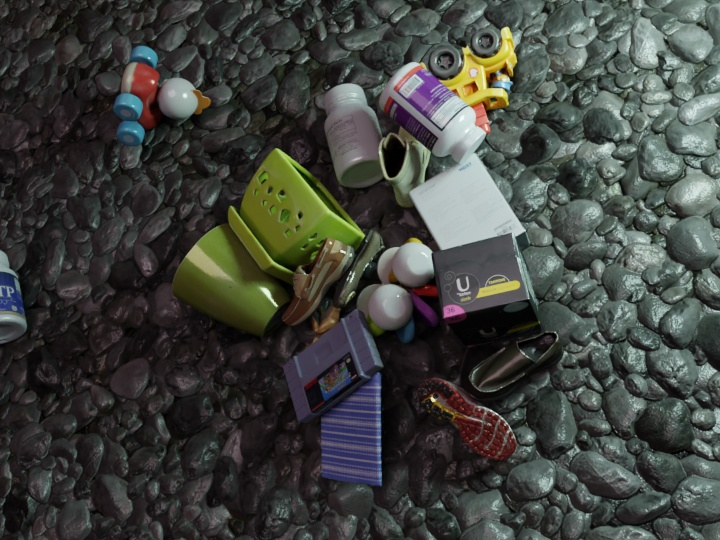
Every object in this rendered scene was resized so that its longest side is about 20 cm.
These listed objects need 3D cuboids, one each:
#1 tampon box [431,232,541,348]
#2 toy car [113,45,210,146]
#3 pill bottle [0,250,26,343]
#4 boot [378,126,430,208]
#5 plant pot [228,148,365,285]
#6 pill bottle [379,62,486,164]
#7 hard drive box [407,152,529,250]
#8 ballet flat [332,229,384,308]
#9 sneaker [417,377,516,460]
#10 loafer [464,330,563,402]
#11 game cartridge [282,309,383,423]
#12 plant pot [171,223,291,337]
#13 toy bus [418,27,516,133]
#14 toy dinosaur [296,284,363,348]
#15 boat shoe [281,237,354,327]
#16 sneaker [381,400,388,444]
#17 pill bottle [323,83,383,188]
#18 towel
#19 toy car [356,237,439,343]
[{"bbox_3d":[0.227,0.040,1.416,0.149,0.200,0.127,-15,67,15],"label":"tampon box"},{"bbox_3d":[-0.453,-0.393,1.868,0.199,0.177,0.185,10,58,-6],"label":"toy car"},{"bbox_3d":[-0.848,0.058,1.842,0.119,0.120,0.200,-27,65,9],"label":"pill bottle"},{"bbox_3d":[0.086,-0.243,1.593,0.072,0.155,0.201,0,73,19],"label":"boot"},{"bbox_3d":[-0.136,-0.091,1.602,0.181,0.200,0.199,-44,63,9],"label":"plant pot"},{"bbox_3d":[0.139,-0.296,1.522,0.200,0.112,0.112,42,89,9],"label":"pill bottle"},{"bbox_3d":[0.208,-0.101,1.543,0.156,0.077,0.200,-30,64,7],"label":"hard drive box"},{"bbox_3d":[0.000,0.000,1.526,0.046,0.067,0.200,34,48,-8],"label":"ballet flat"},{"bbox_3d":[0.195,0.255,1.421,0.200,0.082,0.078,40,101,10],"label":"sneaker"},{"bbox_3d":[0.268,0.157,1.401,0.200,0.071,0.073,-29,53,-15],"label":"loafer"},{"bbox_3d":[-0.054,0.177,1.460,0.200,0.038,0.130,-39,46,23],"label":"game cartridge"},{"bbox_3d":[-0.242,0.038,1.613,0.200,0.187,0.187,36,86,13],"label":"plant pot"},{"bbox_3d":[0.236,-0.365,1.607,0.199,0.136,0.193,-22,79,10],"label":"toy bus"},{"bbox_3d":[-0.065,0.101,1.581,0.106,0.060,0.201,22,99,18],"label":"toy dinosaur"},{"bbox_3d":[-0.094,0.017,1.541,0.074,0.076,0.200,34,106,-16],"label":"boat shoe"},{"bbox_3d":[-0.013,0.249,1.509,0.092,0.076,0.201,-25,67,35],"label":"sneaker"},{"bbox_3d":[-0.014,-0.283,1.668,0.114,0.114,0.201,-20,65,12],"label":"pill bottle"},{"bbox_3d":[-0.016,0.281,1.450,0.144,0.024,0.201,-5,83,41],"label":"towel"},{"bbox_3d":[0.092,0.047,1.504,0.150,0.175,0.200,31,82,-10],"label":"toy car"}]
